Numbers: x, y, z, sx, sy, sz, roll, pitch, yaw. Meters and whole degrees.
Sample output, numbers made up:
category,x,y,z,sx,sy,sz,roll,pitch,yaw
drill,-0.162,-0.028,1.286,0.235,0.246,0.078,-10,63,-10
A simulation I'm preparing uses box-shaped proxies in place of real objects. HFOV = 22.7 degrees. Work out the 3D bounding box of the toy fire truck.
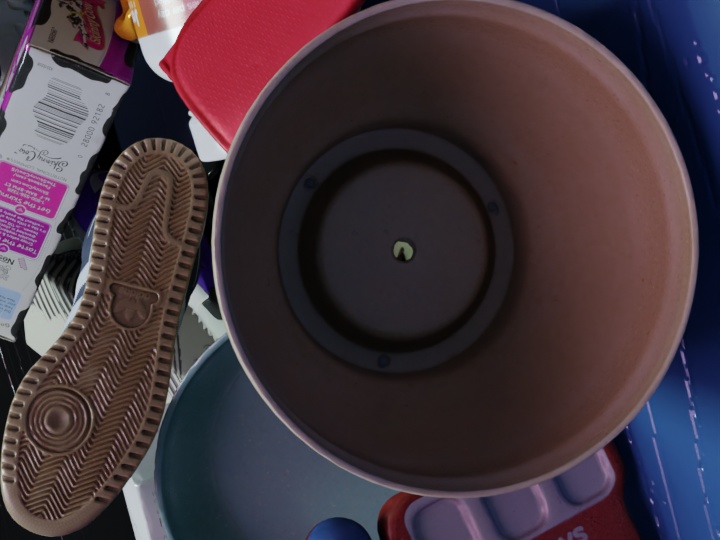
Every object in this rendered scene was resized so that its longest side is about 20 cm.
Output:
category,x,y,z,sx,sy,sz,roll,pitch,yaw
toy fire truck,0.052,0.173,0.820,0.169,0.199,0.112,65,166,0

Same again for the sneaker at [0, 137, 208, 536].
category,x,y,z,sx,sy,sz,roll,pitch,yaw
sneaker,-0.127,0.038,0.914,0.108,0.070,0.201,139,150,-77

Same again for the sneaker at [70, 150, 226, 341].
category,x,y,z,sx,sy,sz,roll,pitch,yaw
sneaker,-0.089,-0.035,1.013,0.200,0.069,0.100,30,122,38

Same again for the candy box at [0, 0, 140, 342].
category,x,y,z,sx,sy,sz,roll,pitch,yaw
candy box,-0.182,-0.078,1.021,0.137,0.061,0.200,-87,22,-51

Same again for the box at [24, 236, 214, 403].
category,x,y,z,sx,sy,sz,roll,pitch,yaw
box,-0.119,0.047,1.075,0.200,0.082,0.069,30,129,40

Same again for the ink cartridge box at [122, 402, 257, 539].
category,x,y,z,sx,sy,sz,roll,pitch,yaw
ink cartridge box,-0.059,0.163,0.993,0.067,0.116,0.201,-130,26,-56

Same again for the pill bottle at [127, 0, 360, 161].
category,x,y,z,sx,sy,sz,roll,pitch,yaw
pill bottle,-0.064,-0.160,0.868,0.112,0.112,0.201,-4,103,54

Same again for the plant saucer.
category,x,y,z,sx,sy,sz,roll,pitch,yaw
plant saucer,-0.002,0.098,0.895,0.036,0.199,0.201,-85,-11,-70

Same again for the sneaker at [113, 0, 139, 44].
category,x,y,z,sx,sy,sz,roll,pitch,yaw
sneaker,-0.117,-0.210,0.946,0.078,0.077,0.201,-28,82,57

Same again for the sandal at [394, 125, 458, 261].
category,x,y,z,sx,sy,sz,roll,pitch,yaw
sandal,-0.001,-0.001,0.911,0.080,0.057,0.202,38,135,36

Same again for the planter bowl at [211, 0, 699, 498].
category,x,y,z,sx,sy,sz,roll,pitch,yaw
planter bowl,0.027,-0.010,0.777,0.135,0.199,0.201,179,73,-78

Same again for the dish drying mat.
category,x,y,z,sx,sy,sz,roll,pitch,yaw
dish drying mat,-0.011,-0.147,0.778,0.200,0.018,0.077,-49,50,11

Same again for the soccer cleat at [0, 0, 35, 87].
category,x,y,z,sx,sy,sz,roll,pitch,yaw
soccer cleat,-0.214,-0.146,1.126,0.086,0.070,0.201,10,119,35
